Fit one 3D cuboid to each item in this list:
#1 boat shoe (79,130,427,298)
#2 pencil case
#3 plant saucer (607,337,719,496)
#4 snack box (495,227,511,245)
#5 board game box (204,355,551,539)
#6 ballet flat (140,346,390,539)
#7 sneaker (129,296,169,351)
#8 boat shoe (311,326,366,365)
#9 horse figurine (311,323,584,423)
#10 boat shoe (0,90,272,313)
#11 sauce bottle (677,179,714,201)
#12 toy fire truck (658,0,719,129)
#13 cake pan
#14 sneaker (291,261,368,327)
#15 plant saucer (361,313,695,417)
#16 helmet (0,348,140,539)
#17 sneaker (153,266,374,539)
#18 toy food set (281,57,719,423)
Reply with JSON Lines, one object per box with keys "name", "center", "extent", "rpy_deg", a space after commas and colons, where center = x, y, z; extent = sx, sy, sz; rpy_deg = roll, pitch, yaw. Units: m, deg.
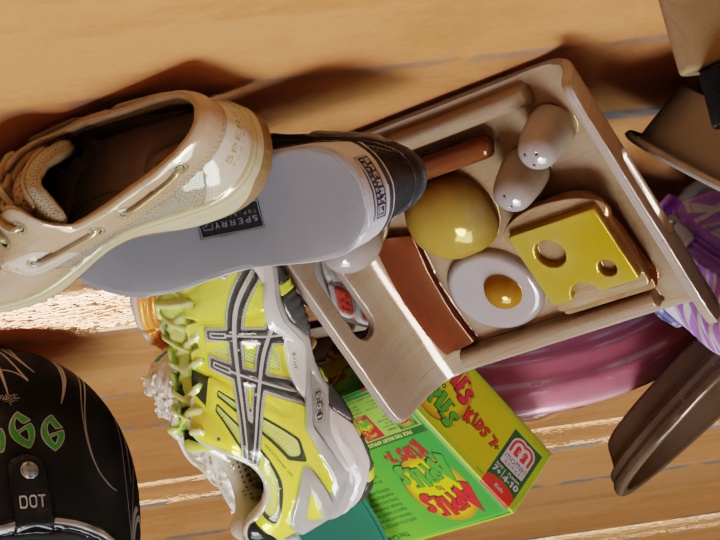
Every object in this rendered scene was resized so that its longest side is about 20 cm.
{"name": "boat shoe", "center": [-0.061, -0.035, 1.373], "extent": [0.199, 0.074, 0.068], "rpy_deg": [-11, -172, 35]}
{"name": "pencil case", "center": [0.202, 0.011, 1.432], "extent": [0.084, 0.086, 0.200], "rpy_deg": [-45, -162, -1]}
{"name": "plant saucer", "center": [0.207, 0.047, 1.622], "extent": [0.200, 0.029, 0.200], "rpy_deg": [-42, 170, -10]}
{"name": "snack box", "center": [0.099, -0.026, 1.538], "extent": [0.072, 0.024, 0.200], "rpy_deg": [30, -171, 30]}
{"name": "board game box", "center": [0.002, 0.101, 1.597], "extent": [0.200, 0.102, 0.048], "rpy_deg": [-24, -156, 52]}
{"name": "ballet flat", "center": [-0.048, 0.114, 1.555], "extent": [0.072, 0.200, 0.072], "rpy_deg": [-30, -163, 10]}
{"name": "sneaker", "center": [-0.069, 0.022, 1.597], "extent": [0.077, 0.079, 0.200], "rpy_deg": [-16, 165, 8]}
{"name": "boat shoe", "center": [-0.023, 0.067, 1.847], "extent": [0.200, 0.061, 0.072], "rpy_deg": [-7, 167, -12]}
{"name": "horse figurine", "center": [0.028, 0.063, 1.748], "extent": [0.199, 0.133, 0.050], "rpy_deg": [-4, 122, -3]}
{"name": "boat shoe", "center": [-0.138, -0.035, 1.327], "extent": [0.199, 0.072, 0.065], "rpy_deg": [-18, 156, 25]}
{"name": "sauce bottle", "center": [0.211, -0.013, 1.675], "extent": [0.066, 0.066, 0.200], "rpy_deg": [-12, 164, 9]}
{"name": "toy fire truck", "center": [0.238, -0.113, 1.182], "extent": [0.176, 0.129, 0.200], "rpy_deg": [-18, 176, 31]}
{"name": "cake pan", "center": [0.225, -0.038, 1.412], "extent": [0.200, 0.037, 0.200], "rpy_deg": [25, -173, -3]}
{"name": "sneaker", "center": [0.000, 0.000, 1.561], "extent": [0.082, 0.077, 0.200], "rpy_deg": [-12, 168, 38]}
{"name": "plant saucer", "center": [0.091, 0.029, 1.655], "extent": [0.200, 0.051, 0.201], "rpy_deg": [-8, -165, 2]}
{"name": "helmet", "center": [-0.224, 0.142, 1.744], "extent": [0.199, 0.191, 0.201], "rpy_deg": [-12, 133, -13]}
{"name": "sneaker", "center": [-0.065, 0.048, 1.461], "extent": [0.076, 0.200, 0.075], "rpy_deg": [-35, -165, -25]}
{"name": "toy food set", "center": [0.059, -0.007, 1.406], "extent": [0.199, 0.144, 0.060], "rpy_deg": [-19, -154, 37]}
